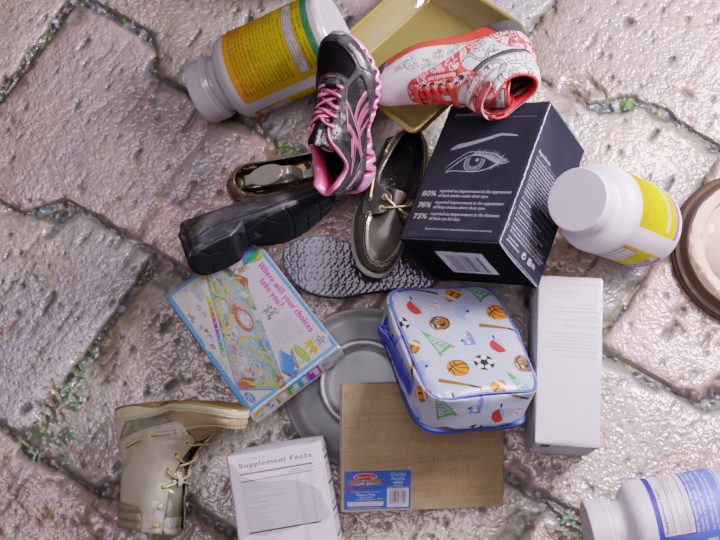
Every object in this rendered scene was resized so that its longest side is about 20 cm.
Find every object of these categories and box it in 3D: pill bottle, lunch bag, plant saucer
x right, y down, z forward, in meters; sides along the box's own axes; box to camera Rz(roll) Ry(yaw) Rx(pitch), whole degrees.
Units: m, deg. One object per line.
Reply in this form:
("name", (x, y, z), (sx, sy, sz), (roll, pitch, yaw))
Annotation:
("pill bottle", (0.358, 0.290, 1.344), (0.199, 0.112, 0.112), (-10, 77, 0))
("pill bottle", (-0.115, -0.260, 1.473), (0.199, 0.113, 0.113), (-21, 76, 19))
("lunch bag", (0.106, 0.098, 1.368), (0.160, 0.076, 0.200), (-4, 41, -17))
("plant saucer", (0.080, -0.274, 1.493), (0.200, 0.048, 0.200), (-42, 56, -7))
("pill bottle", (0.296, -0.066, 1.376), (0.104, 0.200, 0.105), (-6, 79, 34))
("plant saucer", (0.004, 0.140, 1.425), (0.199, 0.050, 0.201), (0, 76, 2))
("plant saucer", (0.487, -0.028, 1.456), (0.199, 0.029, 0.201), (0, 76, 2))

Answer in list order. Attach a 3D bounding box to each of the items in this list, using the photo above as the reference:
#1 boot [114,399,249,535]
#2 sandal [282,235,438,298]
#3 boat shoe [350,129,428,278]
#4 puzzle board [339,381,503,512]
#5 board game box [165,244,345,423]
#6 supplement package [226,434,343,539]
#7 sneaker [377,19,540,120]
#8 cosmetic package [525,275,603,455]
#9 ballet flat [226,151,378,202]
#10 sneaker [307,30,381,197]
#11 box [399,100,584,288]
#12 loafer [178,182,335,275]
("boot", (-0.210, 0.230, 1.371), (0.199, 0.072, 0.155), (-9, 76, 34))
("sandal", (0.000, 0.001, 1.467), (0.199, 0.043, 0.076), (5, 84, -6))
("boat shoe", (0.038, -0.088, 1.444), (0.072, 0.060, 0.202), (20, 62, -10))
("puzzle board", (0.073, 0.206, 1.390), (0.199, 0.017, 0.151), (0, 91, -12))
("board game box", (-0.130, 0.068, 1.428), (0.134, 0.034, 0.200), (-36, 62, -6))
("supplement package", (-0.079, 0.298, 1.346), (0.113, 0.110, 0.201), (-9, 85, 0))
("sneaker", (0.111, -0.218, 1.376), (0.201, 0.067, 0.108), (-19, 51, 6))
("cosmetic package", (0.240, 0.115, 1.390), (0.081, 0.113, 0.201), (1, 78, 3))
("ballet flat", (-0.071, -0.119, 1.478), (0.199, 0.067, 0.068), (-12, 77, -1))
("sneaker", (-0.028, -0.177, 1.376), (0.079, 0.095, 0.201), (8, 113, 30))
("box", (0.159, -0.093, 1.399), (0.148, 0.104, 0.200), (5, 63, 40))
("loafer", (-0.129, -0.068, 1.439), (0.199, 0.073, 0.072), (-22, 55, -14))
